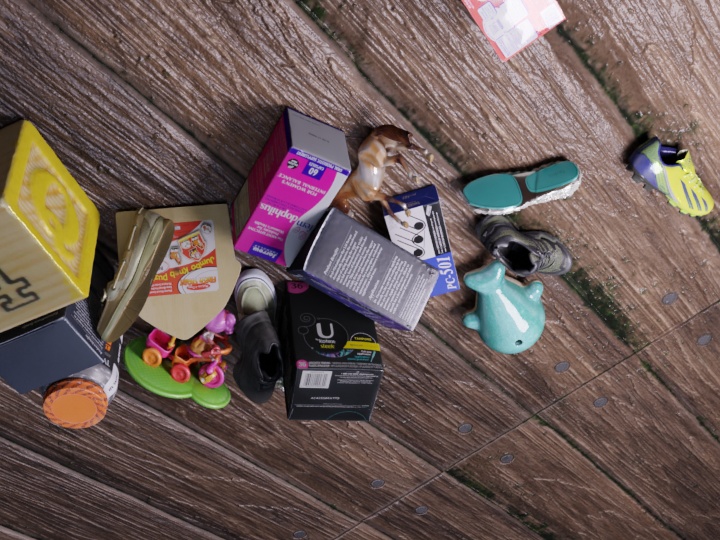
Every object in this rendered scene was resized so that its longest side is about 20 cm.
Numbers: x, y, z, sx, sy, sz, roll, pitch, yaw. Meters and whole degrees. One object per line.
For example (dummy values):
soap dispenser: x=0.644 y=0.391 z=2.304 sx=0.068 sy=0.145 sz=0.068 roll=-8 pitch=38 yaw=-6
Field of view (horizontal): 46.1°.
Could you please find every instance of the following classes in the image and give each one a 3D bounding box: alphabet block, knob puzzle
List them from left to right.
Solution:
alphabet block: x=-0.506 y=-0.052 z=1.184 sx=0.196 sy=0.198 sz=0.198 roll=-21 pitch=134 yaw=8
knob puzzle: x=-0.283 y=0.005 z=1.320 sx=0.214 sy=0.030 sz=0.226 roll=0 pitch=91 yaw=-6

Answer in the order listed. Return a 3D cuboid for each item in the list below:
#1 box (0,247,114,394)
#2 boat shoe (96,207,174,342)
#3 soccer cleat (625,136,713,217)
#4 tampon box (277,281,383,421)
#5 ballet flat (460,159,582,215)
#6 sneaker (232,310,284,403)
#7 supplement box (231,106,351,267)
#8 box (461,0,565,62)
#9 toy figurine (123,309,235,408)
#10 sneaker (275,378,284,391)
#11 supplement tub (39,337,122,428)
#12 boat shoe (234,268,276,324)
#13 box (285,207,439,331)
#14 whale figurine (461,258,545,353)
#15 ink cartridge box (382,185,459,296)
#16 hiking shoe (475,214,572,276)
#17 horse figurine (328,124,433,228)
box: x=-0.469 y=0.058 z=1.282 sx=0.146 sy=0.202 sz=0.108 roll=-20 pitch=132 yaw=9
boat shoe: x=-0.346 y=0.007 z=1.263 sx=0.062 sy=0.204 sz=0.073 roll=23 pitch=173 yaw=6
soccer cleat: x=0.518 y=-0.150 z=1.370 sx=0.197 sy=0.065 sz=0.084 roll=24 pitch=122 yaw=-27
tampon box: x=-0.055 y=0.133 z=1.424 sx=0.146 sy=0.202 sz=0.128 roll=3 pitch=132 yaw=-14
ballet flat: x=0.257 y=-0.121 z=1.350 sx=0.195 sy=0.073 sz=0.073 roll=-11 pitch=133 yaw=0
sneaker: x=-0.166 y=0.165 z=1.417 sx=0.075 sy=0.091 sz=0.203 roll=-23 pitch=140 yaw=-23
supplement box: x=-0.108 y=-0.120 z=1.258 sx=0.099 sy=0.105 sz=0.201 roll=17 pitch=128 yaw=-25
box: x=0.164 y=-0.383 z=1.075 sx=0.102 sy=0.096 sz=0.200 roll=-32 pitch=129 yaw=19
toy figurine: x=-0.270 y=0.104 z=1.400 sx=0.197 sy=0.151 sz=0.186 roll=30 pitch=114 yaw=0
sneaker: x=-0.102 y=0.220 z=1.570 sx=0.198 sy=0.090 sz=0.077 roll=30 pitch=121 yaw=-32
supplement tub: x=-0.448 y=0.143 z=1.362 sx=0.119 sy=0.202 sz=0.124 roll=-5 pitch=133 yaw=-6
boat shoe: x=-0.174 y=0.087 z=1.455 sx=0.070 sy=0.063 sz=0.203 roll=-7 pitch=132 yaw=-4
box: x=0.000 y=0.000 z=1.307 sx=0.197 sy=0.148 sz=0.106 roll=29 pitch=82 yaw=-12
whale figurine: x=0.252 y=0.069 z=1.488 sx=0.157 sy=0.105 sz=0.201 roll=-24 pitch=134 yaw=12
ink cartridge box: x=0.102 y=-0.040 z=1.405 sx=0.092 sy=0.045 sz=0.202 roll=-15 pitch=133 yaw=5
hiking shoe: x=0.280 y=-0.019 z=1.417 sx=0.197 sy=0.102 sz=0.076 roll=19 pitch=127 yaw=-25
horse figurine: x=0.032 y=-0.147 z=1.273 sx=0.131 sy=0.050 sz=0.202 roll=30 pitch=134 yaw=13
